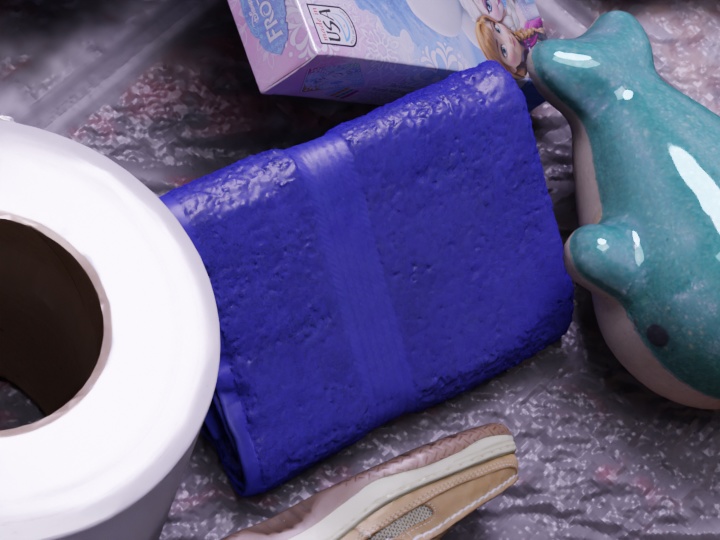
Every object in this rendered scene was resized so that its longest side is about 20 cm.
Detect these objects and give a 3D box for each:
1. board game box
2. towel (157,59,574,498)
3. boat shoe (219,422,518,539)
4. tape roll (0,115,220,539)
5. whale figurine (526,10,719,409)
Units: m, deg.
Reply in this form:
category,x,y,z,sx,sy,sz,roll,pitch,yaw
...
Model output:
category,x,y,z,sx,sy,sz,roll,pitch,yaw
board game box,-0.002,-0.175,1.303,0.199,0.043,0.201,1,64,-50
towel,0.000,0.000,1.240,0.200,0.049,0.148,-24,111,-25
boat shoe,-0.008,0.136,1.184,0.200,0.072,0.076,-26,84,-18
tape roll,-0.169,0.054,1.138,0.202,0.139,0.203,6,60,-11
whale figurine,0.160,-0.036,1.271,0.159,0.104,0.201,-24,87,-42
